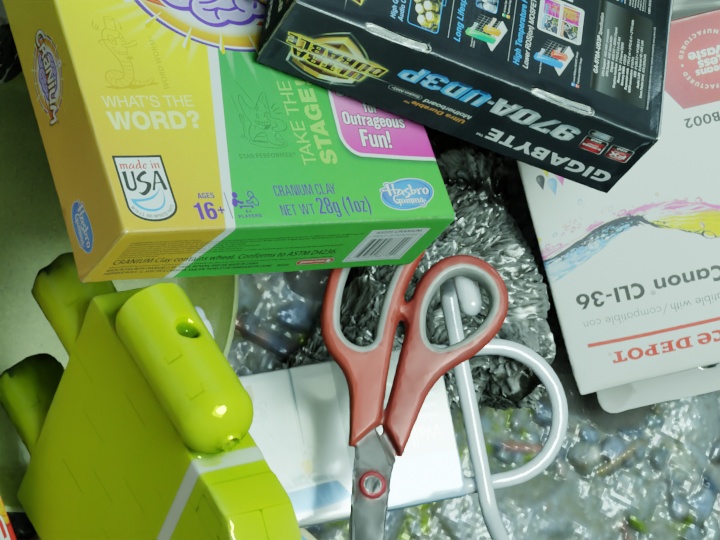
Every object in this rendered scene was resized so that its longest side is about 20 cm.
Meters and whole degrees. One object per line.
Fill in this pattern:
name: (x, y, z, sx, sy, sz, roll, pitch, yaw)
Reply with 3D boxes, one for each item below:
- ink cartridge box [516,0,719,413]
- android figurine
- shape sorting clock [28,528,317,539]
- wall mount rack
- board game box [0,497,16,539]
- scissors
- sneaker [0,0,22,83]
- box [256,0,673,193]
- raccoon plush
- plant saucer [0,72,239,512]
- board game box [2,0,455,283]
ink cartridge box: (0.137, -0.022, 1.251, 0.116, 0.068, 0.201, -13, 113, 9)
android figurine: (-0.084, 0.094, 1.113, 0.041, 0.183, 0.201, -8, 52, -34)
shape sorting clock: (-0.080, 0.191, 1.224, 0.199, 0.039, 0.202, 2, 84, -25)
wall mount rack: (0.000, 0.092, 1.161, 0.199, 0.075, 0.175, -10, 79, -10)
board game box: (-0.215, 0.067, 1.081, 0.152, 0.046, 0.201, -46, 127, -49)
scissors: (0.000, 0.072, 1.127, 0.073, 0.014, 0.201, 22, 74, -3)
sneaker: (-0.140, -0.176, 1.205, 0.090, 0.079, 0.201, 29, 58, 5)
box: (0.051, -0.147, 1.153, 0.158, 0.046, 0.201, 19, 56, -17)
raccoon plush: (0.000, 0.000, 1.260, 0.133, 0.097, 0.201, -10, 81, -18)
plant saucer: (-0.148, 0.002, 1.213, 0.199, 0.031, 0.202, 3, 84, -25)
board game box: (-0.062, -0.095, 1.120, 0.152, 0.040, 0.201, -4, 64, -34)
